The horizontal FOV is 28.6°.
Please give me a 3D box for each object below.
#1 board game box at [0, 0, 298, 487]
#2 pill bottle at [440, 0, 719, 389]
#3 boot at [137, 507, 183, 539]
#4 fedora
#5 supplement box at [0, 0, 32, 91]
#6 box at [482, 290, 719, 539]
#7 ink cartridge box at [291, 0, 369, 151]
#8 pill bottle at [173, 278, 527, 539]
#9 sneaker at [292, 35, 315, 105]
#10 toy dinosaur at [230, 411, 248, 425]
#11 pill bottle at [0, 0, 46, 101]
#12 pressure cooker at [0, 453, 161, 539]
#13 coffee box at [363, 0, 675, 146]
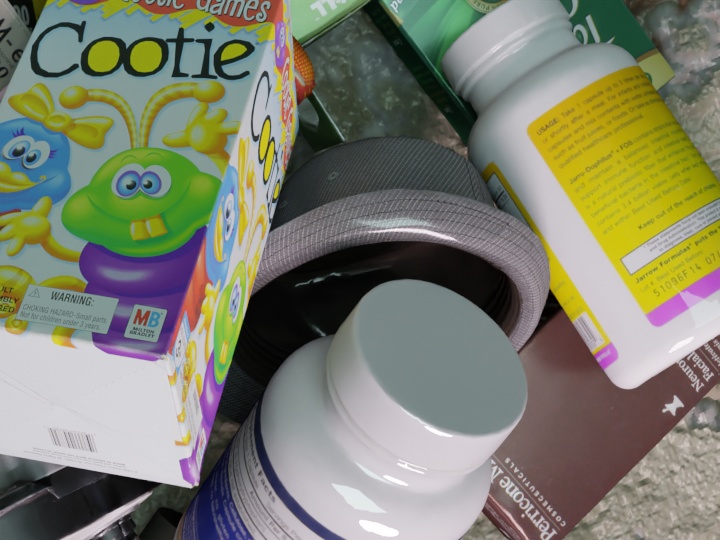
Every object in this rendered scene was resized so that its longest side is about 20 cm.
[{"bbox_3d":[-0.098,-0.028,0.600,0.104,0.103,0.201,8,54,6],"label":"board game box"},{"bbox_3d":[0.125,-0.046,0.741,0.104,0.104,0.201,-30,80,-10],"label":"pill bottle"},{"bbox_3d":[-0.067,0.244,0.784,0.199,0.077,0.139,35,88,2],"label":"boot"},{"bbox_3d":[0.000,0.000,0.737,0.176,0.200,0.091,25,43,-34],"label":"fedora"},{"bbox_3d":[-0.253,-0.070,0.594,0.126,0.074,0.200,36,80,17],"label":"supplement box"},{"bbox_3d":[0.133,0.058,0.820,0.200,0.075,0.100,-44,99,-7],"label":"box"},{"bbox_3d":[-0.048,-0.165,0.759,0.059,0.104,0.201,-34,98,-9],"label":"ink cartridge box"},{"bbox_3d":[-0.005,0.102,0.691,0.119,0.120,0.200,19,131,-18],"label":"pill bottle"},{"bbox_3d":[-0.094,-0.156,0.679,0.200,0.073,0.077,41,61,-14],"label":"sneaker"},{"bbox_3d":[-0.094,-0.012,0.780,0.088,0.047,0.201,-4,93,-29],"label":"toy dinosaur"},{"bbox_3d":[-0.221,-0.186,0.715,0.112,0.112,0.201,-10,93,-12],"label":"pill bottle"},{"bbox_3d":[-0.193,0.087,0.681,0.175,0.178,0.201,-25,87,-41],"label":"pressure cooker"},{"bbox_3d":[0.078,-0.153,0.817,0.123,0.044,0.200,-38,98,-10],"label":"coffee box"}]
